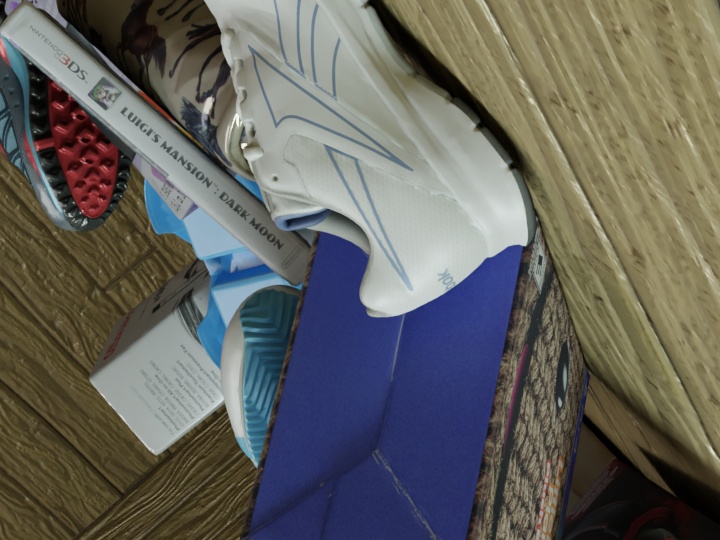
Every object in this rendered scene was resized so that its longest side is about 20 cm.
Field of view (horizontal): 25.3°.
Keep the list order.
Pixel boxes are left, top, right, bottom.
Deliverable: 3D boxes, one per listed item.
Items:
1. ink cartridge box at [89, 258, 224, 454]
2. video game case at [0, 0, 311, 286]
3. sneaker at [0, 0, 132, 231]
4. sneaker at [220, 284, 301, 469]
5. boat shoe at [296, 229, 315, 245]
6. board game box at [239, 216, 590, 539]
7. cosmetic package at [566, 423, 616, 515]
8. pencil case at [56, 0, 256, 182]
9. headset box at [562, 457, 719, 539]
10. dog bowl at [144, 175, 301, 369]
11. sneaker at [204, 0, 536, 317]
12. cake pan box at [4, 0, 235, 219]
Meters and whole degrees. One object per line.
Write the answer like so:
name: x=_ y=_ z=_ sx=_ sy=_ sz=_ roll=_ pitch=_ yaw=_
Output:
ink cartridge box: x=-0.104 y=0.033 z=1.254 sx=0.084 sy=0.200 sz=0.146 roll=50 pitch=-169 yaw=-12
video game case: x=-0.105 y=-0.069 z=0.831 sx=0.182 sy=0.023 sz=0.200 roll=41 pitch=180 yaw=-11
sneaker: x=-0.220 y=-0.111 z=1.077 sx=0.095 sy=0.079 sz=0.201 roll=-33 pitch=74 yaw=45
sneaker: x=-0.039 y=0.069 z=0.828 sx=0.081 sy=0.076 sz=0.200 roll=43 pitch=162 yaw=32
boat shoe: x=0.022 y=-0.004 z=0.900 sx=0.071 sy=0.091 sz=0.201 roll=3 pitch=110 yaw=49
board game box: x=0.035 y=0.082 z=0.738 sx=0.097 sy=0.160 sz=0.200 roll=7 pitch=159 yaw=18
cosmetic package: x=0.113 y=0.135 z=0.998 sx=0.200 sy=0.087 sz=0.103 roll=48 pitch=174 yaw=29
pencil case: x=-0.071 y=-0.114 z=0.769 sx=0.200 sy=0.089 sz=0.078 roll=43 pitch=176 yaw=42
headset box: x=0.135 y=0.189 z=0.813 sx=0.075 sy=0.149 sz=0.200 roll=41 pitch=178 yaw=-13
dog bowl: x=-0.073 y=-0.011 z=1.116 sx=0.050 sy=0.111 sz=0.201 roll=-40 pitch=-67 yaw=-55
sneaker: x=-0.019 y=-0.069 z=0.641 sx=0.200 sy=0.087 sz=0.075 roll=50 pitch=176 yaw=13
cake pan box: x=-0.130 y=-0.140 z=0.957 sx=0.184 sy=0.052 sz=0.200 roll=52 pitch=155 yaw=2
